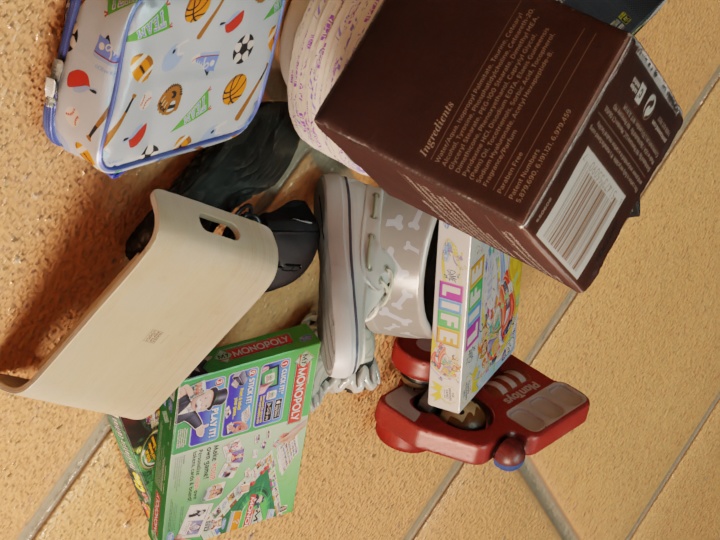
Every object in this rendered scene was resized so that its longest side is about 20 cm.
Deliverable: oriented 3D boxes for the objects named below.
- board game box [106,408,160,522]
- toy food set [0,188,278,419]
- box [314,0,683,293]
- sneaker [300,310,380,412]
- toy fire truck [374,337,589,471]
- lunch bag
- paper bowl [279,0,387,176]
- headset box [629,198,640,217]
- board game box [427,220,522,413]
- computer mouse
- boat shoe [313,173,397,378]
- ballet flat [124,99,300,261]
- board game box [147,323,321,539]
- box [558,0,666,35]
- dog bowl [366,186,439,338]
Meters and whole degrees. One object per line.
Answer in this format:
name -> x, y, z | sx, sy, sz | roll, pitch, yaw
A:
board game box -> -0.161, 0.127, 1.735 | 0.105, 0.023, 0.201 | -48, 149, -27
toy food set -> -0.170, 0.028, 1.543 | 0.200, 0.061, 0.143 | -48, 147, 16
box -> 0.108, -0.115, 1.554 | 0.165, 0.199, 0.166 | -59, 152, -4
sneaker -> -0.048, 0.077, 1.841 | 0.199, 0.075, 0.082 | -18, 120, -59
toy fire truck -> 0.118, 0.133, 2.051 | 0.199, 0.167, 0.113 | -25, 136, -48
lunch bag -> -0.141, -0.151, 1.462 | 0.199, 0.075, 0.162 | -20, 134, -52
paper bowl -> 0.012, -0.186, 1.652 | 0.200, 0.104, 0.202 | -39, 145, -34
headset box -> 0.204, -0.175, 1.913 | 0.175, 0.092, 0.202 | 64, 25, -58
board game box -> 0.110, 0.012, 1.896 | 0.134, 0.034, 0.202 | -42, 141, -52
computer mouse -> -0.088, 0.012, 1.683 | 0.141, 0.046, 0.200 | -58, 169, 11
boat shoe -> 0.000, 0.000, 1.721 | 0.074, 0.066, 0.202 | 110, -19, -55
ballet flat -> -0.115, -0.074, 1.619 | 0.200, 0.056, 0.067 | -46, 120, -36
board game box -> -0.108, 0.144, 1.733 | 0.134, 0.029, 0.201 | -15, 134, -29
box -> 0.171, -0.249, 1.783 | 0.200, 0.158, 0.051 | -43, 174, -42
dog bowl -> 0.068, -0.029, 1.891 | 0.200, 0.058, 0.202 | -48, 146, -47
